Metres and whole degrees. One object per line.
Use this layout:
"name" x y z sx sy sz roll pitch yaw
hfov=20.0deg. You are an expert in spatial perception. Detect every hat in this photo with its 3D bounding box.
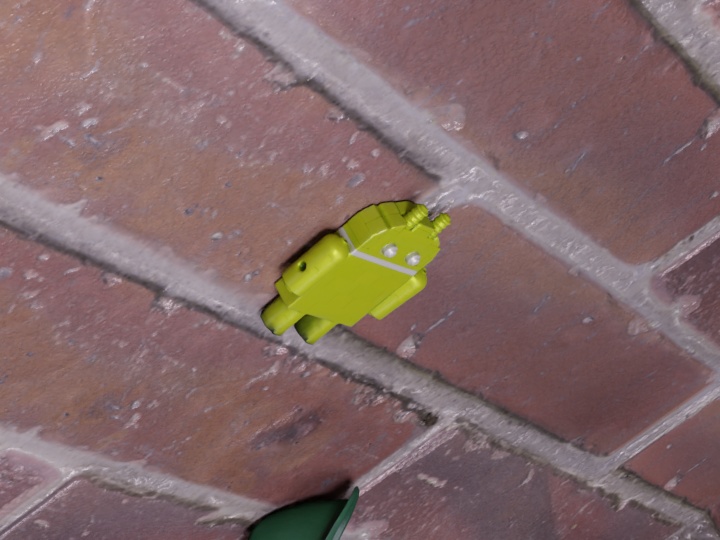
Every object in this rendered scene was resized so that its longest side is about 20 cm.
"hat" -0.120 0.308 2.439 0.201 0.175 0.166 -59 172 -38

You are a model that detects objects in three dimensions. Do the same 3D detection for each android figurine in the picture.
"android figurine" 0.000 0.000 1.991 0.200 0.041 0.182 -37 153 18
